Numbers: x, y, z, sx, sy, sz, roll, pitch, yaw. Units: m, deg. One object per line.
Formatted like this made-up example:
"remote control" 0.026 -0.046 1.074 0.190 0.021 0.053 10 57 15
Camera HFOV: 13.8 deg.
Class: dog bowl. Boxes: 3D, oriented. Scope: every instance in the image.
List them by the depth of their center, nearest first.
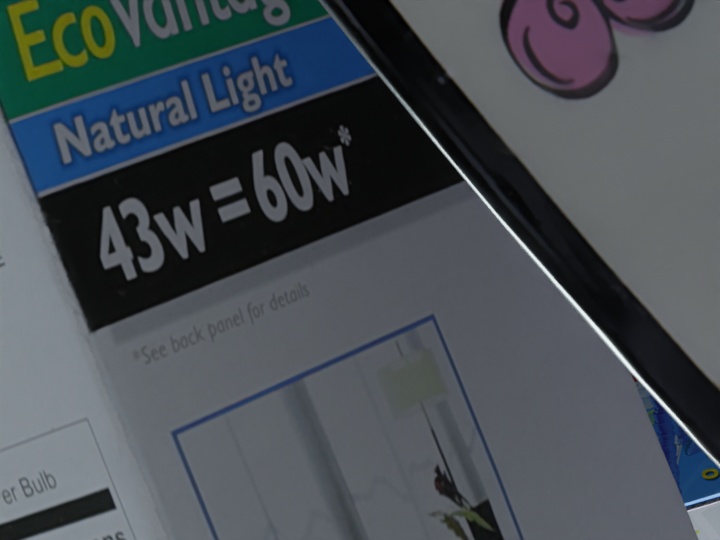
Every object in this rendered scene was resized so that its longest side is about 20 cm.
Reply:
"dog bowl" 0.061 -0.029 0.417 0.074 0.200 0.200 -42 179 9

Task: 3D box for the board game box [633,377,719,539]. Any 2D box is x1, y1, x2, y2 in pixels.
"board game box" 0.050 0.073 0.842 0.195 0.056 0.200 -17 162 9

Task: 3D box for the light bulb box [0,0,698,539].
"light bulb box" -0.064 0.028 0.573 0.198 0.201 0.125 -21 -178 44
